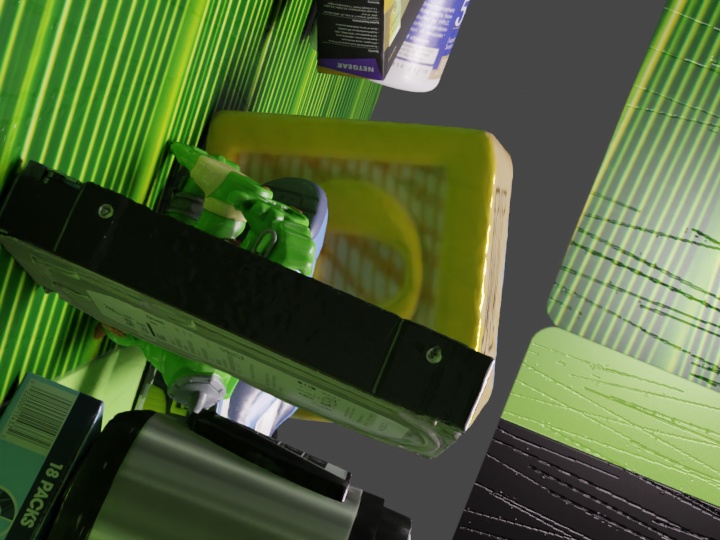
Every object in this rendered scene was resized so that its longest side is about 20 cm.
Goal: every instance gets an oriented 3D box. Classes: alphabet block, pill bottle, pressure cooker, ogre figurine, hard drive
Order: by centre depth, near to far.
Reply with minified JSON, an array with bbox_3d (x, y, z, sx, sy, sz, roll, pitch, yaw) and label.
[{"bbox_3d":[-0.048,0.022,0.679,0.140,0.199,0.038,107,7,-79],"label":"hard drive"},{"bbox_3d":[-0.058,0.178,0.796,0.176,0.199,0.179,-65,175,-58],"label":"pressure cooker"},{"bbox_3d":[-0.084,0.006,0.904,0.200,0.098,0.120,33,-82,47],"label":"ogre figurine"},{"bbox_3d":[0.000,0.000,1.115,0.200,0.194,0.198,-5,99,-83],"label":"alphabet block"},{"bbox_3d":[0.042,-0.261,1.338,0.120,0.119,0.201,-63,175,-70],"label":"pill bottle"}]

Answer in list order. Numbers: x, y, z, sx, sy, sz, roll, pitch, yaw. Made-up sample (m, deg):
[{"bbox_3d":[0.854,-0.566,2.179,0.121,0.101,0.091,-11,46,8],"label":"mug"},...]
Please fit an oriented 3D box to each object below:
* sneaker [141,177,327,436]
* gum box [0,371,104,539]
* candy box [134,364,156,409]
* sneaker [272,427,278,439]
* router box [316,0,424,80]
[{"bbox_3d":[-0.067,0.040,0.994,0.082,0.074,0.201,33,78,-50],"label":"sneaker"},{"bbox_3d":[-0.185,0.173,0.803,0.200,0.044,0.171,108,4,-55],"label":"gum box"},{"bbox_3d":[-0.124,0.080,1.286,0.200,0.061,0.137,-63,175,-66],"label":"candy box"},{"bbox_3d":[-0.131,0.162,1.495,0.071,0.097,0.201,-69,-179,-48],"label":"sneaker"},{"bbox_3d":[0.018,-0.252,1.157,0.200,0.052,0.158,-66,161,-52],"label":"router box"}]
